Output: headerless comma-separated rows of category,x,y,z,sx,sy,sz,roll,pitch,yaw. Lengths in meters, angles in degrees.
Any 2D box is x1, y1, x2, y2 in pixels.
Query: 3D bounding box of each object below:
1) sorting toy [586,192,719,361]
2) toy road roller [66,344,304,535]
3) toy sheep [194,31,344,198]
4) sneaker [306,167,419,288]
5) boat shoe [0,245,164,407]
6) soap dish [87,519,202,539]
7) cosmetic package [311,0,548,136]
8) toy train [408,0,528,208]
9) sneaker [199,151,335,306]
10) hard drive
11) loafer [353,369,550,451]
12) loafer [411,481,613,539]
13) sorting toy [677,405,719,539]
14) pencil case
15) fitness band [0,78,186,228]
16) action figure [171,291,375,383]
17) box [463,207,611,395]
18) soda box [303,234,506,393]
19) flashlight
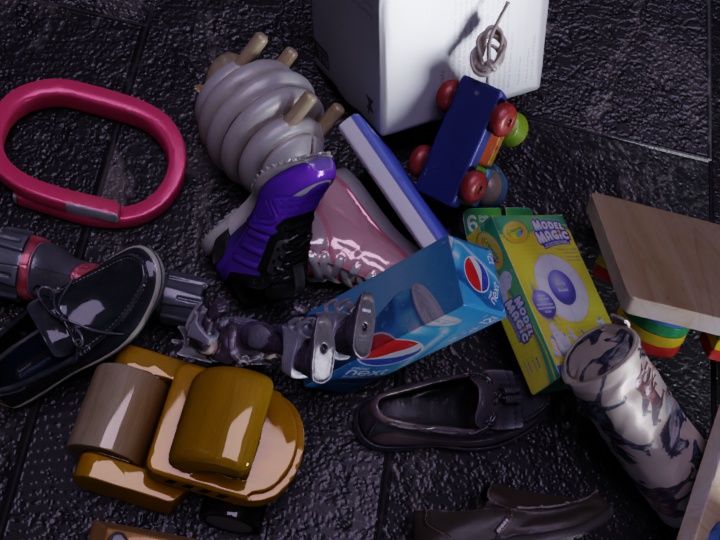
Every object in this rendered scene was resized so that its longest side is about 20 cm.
sorting toy,0.326,0.021,1.070,0.196,0.070,0.201,14,31,-7
toy road roller,-0.145,0.133,0.914,0.197,0.146,0.124,17,62,-3
toy sheep,-0.093,-0.144,1.066,0.137,0.139,0.201,-24,58,-21
sneaker,0.000,0.000,1.051,0.104,0.076,0.201,-33,73,-21
boat shoe,-0.254,0.049,0.931,0.199,0.062,0.075,-36,71,7
soap dish,-0.140,0.296,0.875,0.197,0.081,0.159,13,63,-7
cosmetic package,0.069,-0.271,1.115,0.198,0.166,0.165,-19,44,-20
toy train,0.137,-0.159,1.087,0.084,0.115,0.202,29,101,32
sneaker,-0.070,-0.029,0.989,0.069,0.200,0.100,-15,73,-40
hard drive,0.057,-0.055,1.060,0.025,0.132,0.201,-36,74,8
loafer,0.094,0.131,1.012,0.197,0.063,0.073,-6,66,-14
loafer,0.136,0.223,0.970,0.197,0.073,0.072,-9,69,-16
sorting toy,0.382,0.246,0.958,0.200,0.069,0.200,42,60,-24
pencil case,0.267,0.140,0.993,0.089,0.078,0.201,-45,109,-24
fitness band,-0.273,-0.118,1.072,0.197,0.038,0.145,16,60,-5
action figure,-0.079,0.056,0.934,0.129,0.198,0.070,-5,92,-45
box,0.183,0.018,1.072,0.116,0.048,0.202,-4,62,-41
soda box,0.031,0.044,0.965,0.064,0.199,0.069,14,56,-44
flashlight,-0.241,0.011,0.994,0.197,0.068,0.068,12,42,-2
